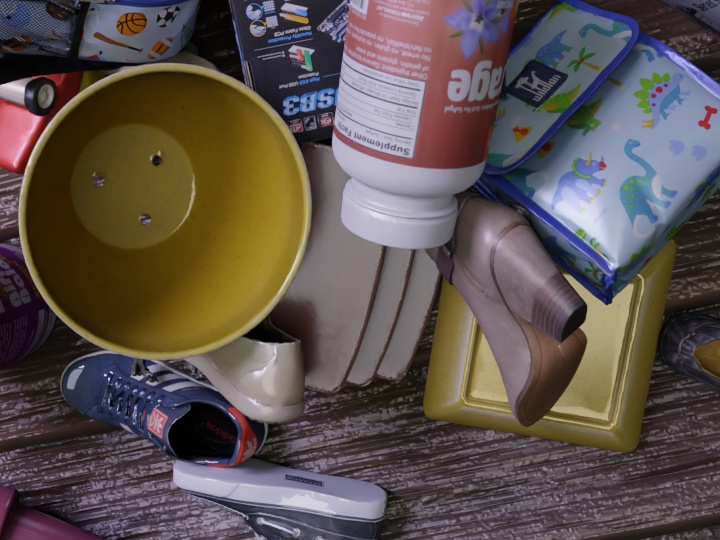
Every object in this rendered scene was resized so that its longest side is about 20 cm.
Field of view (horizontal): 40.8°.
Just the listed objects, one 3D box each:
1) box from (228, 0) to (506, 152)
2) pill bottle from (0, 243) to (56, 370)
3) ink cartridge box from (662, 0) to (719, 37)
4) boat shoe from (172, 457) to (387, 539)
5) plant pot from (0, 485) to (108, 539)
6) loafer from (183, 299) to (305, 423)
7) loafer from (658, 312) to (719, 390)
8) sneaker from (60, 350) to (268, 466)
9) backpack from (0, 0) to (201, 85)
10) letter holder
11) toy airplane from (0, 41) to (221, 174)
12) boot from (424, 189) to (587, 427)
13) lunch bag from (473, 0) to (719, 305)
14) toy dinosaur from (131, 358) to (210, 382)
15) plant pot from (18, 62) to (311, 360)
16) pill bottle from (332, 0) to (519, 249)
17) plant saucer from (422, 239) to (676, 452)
[{"bbox_3d":[0.002,-0.205,0.708,0.198,0.050,0.200,-13,119,-5],"label":"box"},{"bbox_3d":[-0.345,0.043,0.817,0.111,0.200,0.113,1,99,5],"label":"pill bottle"},{"bbox_3d":[0.314,-0.217,0.740,0.199,0.146,0.084,32,102,1],"label":"ink cartridge box"},{"bbox_3d":[-0.077,0.219,0.889,0.198,0.072,0.068,10,98,-3],"label":"boat shoe"},{"bbox_3d":[-0.297,0.305,0.871,0.178,0.200,0.202,14,100,-13],"label":"plant pot"},{"bbox_3d":[-0.109,0.044,0.772,0.199,0.075,0.069,33,109,32],"label":"loafer"},{"bbox_3d":[0.357,0.090,0.820,0.198,0.072,0.073,11,99,3],"label":"loafer"},{"bbox_3d":[-0.184,0.126,0.873,0.198,0.085,0.076,14,100,4],"label":"sneaker"},{"bbox_3d":[-0.198,-0.240,0.692,0.189,0.154,0.202,5,63,-33],"label":"backpack"},{"bbox_3d":[0.000,0.000,0.829,0.141,0.101,0.202,14,100,1],"label":"letter holder"},{"bbox_3d":[-0.231,-0.182,0.818,0.198,0.141,0.201,-23,62,-5],"label":"toy airplane"},{"bbox_3d":[0.110,0.025,0.779,0.070,0.201,0.146,-31,59,-25],"label":"boot"},{"bbox_3d":[0.180,-0.105,0.775,0.170,0.127,0.200,-45,70,-2],"label":"lunch bag"},{"bbox_3d":[-0.165,0.056,0.871,0.198,0.048,0.089,-9,63,14],"label":"toy dinosaur"},{"bbox_3d":[-0.152,-0.052,0.710,0.198,0.142,0.202,-6,106,-23],"label":"plant pot"},{"bbox_3d":[0.041,-0.123,0.668,0.111,0.112,0.201,10,116,4],"label":"pill bottle"},{"bbox_3d":[0.165,0.056,0.847,0.198,0.048,0.202,9,99,4],"label":"plant saucer"}]
